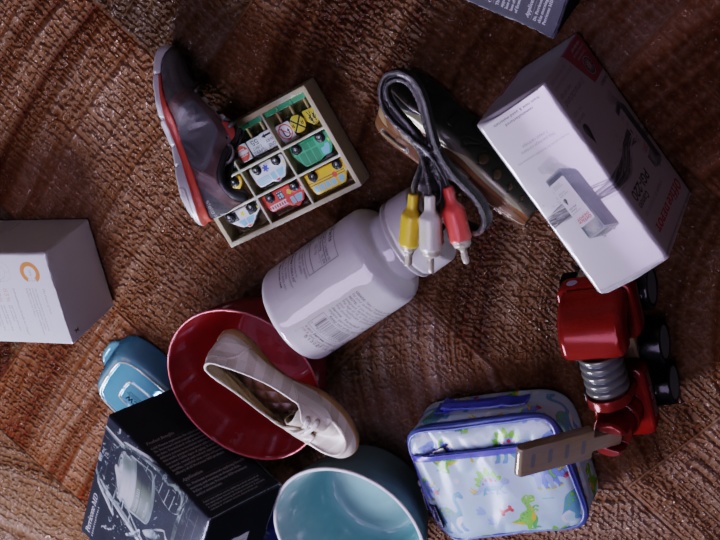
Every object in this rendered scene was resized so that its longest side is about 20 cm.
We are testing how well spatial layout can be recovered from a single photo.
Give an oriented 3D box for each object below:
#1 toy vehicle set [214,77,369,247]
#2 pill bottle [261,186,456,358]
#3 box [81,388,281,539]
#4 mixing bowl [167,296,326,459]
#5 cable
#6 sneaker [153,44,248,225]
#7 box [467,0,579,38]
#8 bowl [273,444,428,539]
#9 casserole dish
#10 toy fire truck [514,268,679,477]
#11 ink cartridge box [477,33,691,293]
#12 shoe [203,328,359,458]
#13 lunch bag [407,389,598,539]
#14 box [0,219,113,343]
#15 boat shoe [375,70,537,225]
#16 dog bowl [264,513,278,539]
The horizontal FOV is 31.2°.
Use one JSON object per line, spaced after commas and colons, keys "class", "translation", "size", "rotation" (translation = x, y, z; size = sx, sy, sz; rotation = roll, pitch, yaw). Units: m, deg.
{"class": "toy vehicle set", "translation": [-0.099, -0.116, 1.428], "size": [0.198, 0.027, 0.125], "rotation": [-23, 106, 34]}
{"class": "pill bottle", "translation": [0.000, 0.000, 1.388], "size": [0.199, 0.115, 0.115], "rotation": [-34, 101, 24]}
{"class": "box", "translation": [-0.223, 0.290, 1.576], "size": [0.196, 0.123, 0.202], "rotation": [39, 126, 29]}
{"class": "mixing bowl", "translation": [-0.117, 0.107, 1.514], "size": [0.197, 0.109, 0.203], "rotation": [11, 122, 18]}
{"class": "cable", "translation": [0.070, -0.097, 1.258], "size": [0.096, 0.050, 0.203], "rotation": [-3, 113, 25]}
{"class": "sneaker", "translation": [-0.167, -0.153, 1.398], "size": [0.081, 0.077, 0.203], "rotation": [-17, 84, 7]}
{"class": "box", "translation": [0.133, -0.343, 1.139], "size": [0.180, 0.104, 0.202], "rotation": [25, 125, 9]}
{"class": "bowl", "translation": [0.003, 0.293, 1.567], "size": [0.198, 0.105, 0.203], "rotation": [11, 122, 19]}
{"class": "casserole dish", "translation": [-0.262, 0.173, 1.667], "size": [0.199, 0.039, 0.121], "rotation": [41, 126, 0]}
{"class": "toy fire truck", "translation": [0.229, 0.110, 1.293], "size": [0.127, 0.200, 0.178], "rotation": [-6, 116, 27]}
{"class": "ink cartridge box", "translation": [0.215, -0.101, 1.213], "size": [0.084, 0.146, 0.201], "rotation": [-29, 103, 34]}
{"class": "shoe", "translation": [-0.089, 0.147, 1.424], "size": [0.199, 0.053, 0.070], "rotation": [38, 126, 1]}
{"class": "lunch bag", "translation": [0.159, 0.219, 1.467], "size": [0.197, 0.083, 0.163], "rotation": [-9, 111, 28]}
{"class": "box", "translation": [-0.429, 0.012, 1.616], "size": [0.197, 0.098, 0.126], "rotation": [1, 118, 26]}
{"class": "boat shoe", "translation": [0.098, -0.117, 1.312], "size": [0.200, 0.076, 0.074], "rotation": [43, 133, 8]}
{"class": "dog bowl", "translation": [-0.135, 0.397, 1.709], "size": [0.197, 0.079, 0.203], "rotation": [12, 122, 19]}
